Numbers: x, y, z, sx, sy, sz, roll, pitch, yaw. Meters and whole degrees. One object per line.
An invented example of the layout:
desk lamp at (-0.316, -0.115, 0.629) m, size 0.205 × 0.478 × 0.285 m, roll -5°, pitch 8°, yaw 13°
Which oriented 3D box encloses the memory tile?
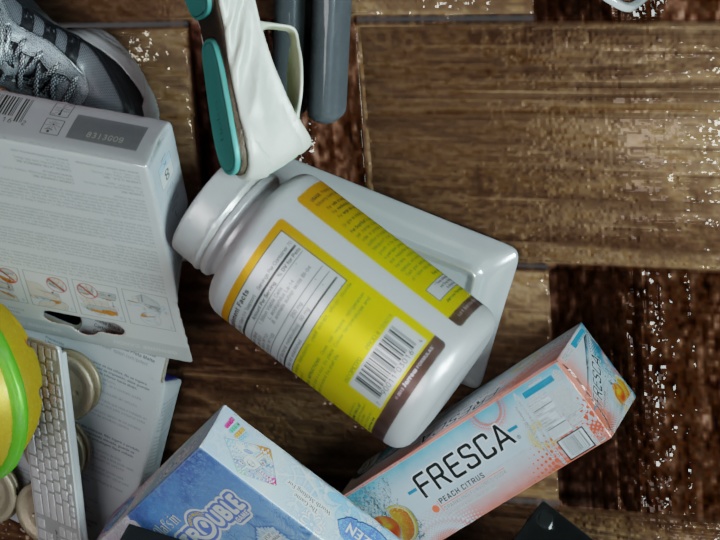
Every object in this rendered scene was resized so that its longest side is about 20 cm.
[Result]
memory tile at (-0.281, 0.105, 1.592) m, size 0.199 × 0.017 × 0.154 m, roll 16°, pitch 112°, yaw 17°

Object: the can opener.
can opener at (-0.036, -0.188, 1.404) m, size 0.053 × 0.067 × 0.202 m, roll 10°, pitch 111°, yaw 20°

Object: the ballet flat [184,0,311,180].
ballet flat at (-0.075, -0.158, 1.384) m, size 0.069 × 0.069 × 0.202 m, roll -11°, pitch 94°, yaw 26°

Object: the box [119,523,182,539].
box at (-0.096, 0.277, 1.509) m, size 0.140 × 0.079 × 0.201 m, roll 12°, pitch 139°, yaw 19°

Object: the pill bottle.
pill bottle at (-0.020, 0.014, 1.419) m, size 0.200 × 0.109 × 0.110 m, roll 38°, pitch 118°, yaw 7°

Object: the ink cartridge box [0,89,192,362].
ink cartridge box at (-0.190, -0.030, 1.478) m, size 0.159 × 0.047 × 0.201 m, roll 11°, pitch 142°, yaw 15°

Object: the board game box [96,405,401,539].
board game box at (-0.062, 0.201, 1.503) m, size 0.199 × 0.043 × 0.200 m, roll 38°, pitch 142°, yaw -6°

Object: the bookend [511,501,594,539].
bookend at (0.083, 0.279, 1.489) m, size 0.092 × 0.199 × 0.200 m, roll 37°, pitch 162°, yaw 7°

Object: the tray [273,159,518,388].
tray at (0.000, 0.000, 1.480) m, size 0.199 × 0.022 × 0.108 m, roll 22°, pitch 114°, yaw 15°

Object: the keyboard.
keyboard at (-0.215, 0.143, 1.551) m, size 0.056 × 0.011 × 0.202 m, roll 11°, pitch 112°, yaw 42°

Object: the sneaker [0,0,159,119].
sneaker at (-0.231, -0.138, 1.477) m, size 0.200 × 0.114 × 0.076 m, roll 42°, pitch 118°, yaw 5°

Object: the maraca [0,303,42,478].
maraca at (-0.290, 0.057, 1.515) m, size 0.200 × 0.107 × 0.138 m, roll 45°, pitch 129°, yaw 25°

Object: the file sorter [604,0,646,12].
file sorter at (0.171, -0.266, 1.257) m, size 0.139 × 0.124 × 0.200 m, roll 41°, pitch 119°, yaw 5°

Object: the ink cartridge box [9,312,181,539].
ink cartridge box at (-0.230, 0.087, 1.597) m, size 0.198 × 0.041 × 0.201 m, roll 22°, pitch 114°, yaw 14°

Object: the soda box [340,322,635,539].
soda box at (0.081, 0.117, 1.459) m, size 0.199 × 0.068 × 0.064 m, roll -34°, pitch 95°, yaw 28°
